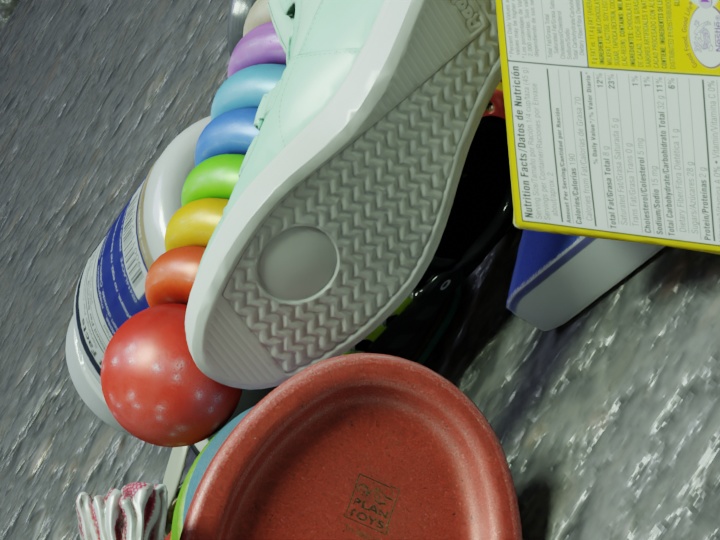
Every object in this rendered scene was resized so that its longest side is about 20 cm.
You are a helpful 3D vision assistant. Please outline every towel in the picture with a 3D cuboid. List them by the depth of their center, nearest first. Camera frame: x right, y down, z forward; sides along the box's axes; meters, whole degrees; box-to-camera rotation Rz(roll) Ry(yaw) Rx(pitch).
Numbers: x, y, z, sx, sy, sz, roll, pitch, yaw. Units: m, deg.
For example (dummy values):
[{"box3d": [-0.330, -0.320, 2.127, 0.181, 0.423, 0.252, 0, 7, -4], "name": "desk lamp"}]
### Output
[{"box3d": [-0.072, 0.159, 0.840, 0.200, 0.030, 0.147, 112, 146, -75], "name": "towel"}]

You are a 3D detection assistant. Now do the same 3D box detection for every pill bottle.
[{"box3d": [-0.076, 0.010, 1.166, 0.200, 0.116, 0.116, -45, 21, 60], "name": "pill bottle"}]

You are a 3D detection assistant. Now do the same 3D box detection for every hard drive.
[{"box3d": [0.119, -0.085, 0.938, 0.132, 0.025, 0.200, -42, 24, 45], "name": "hard drive"}]

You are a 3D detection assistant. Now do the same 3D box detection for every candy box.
[{"box3d": [0.089, -0.106, 0.786, 0.102, 0.200, 0.026, 11, 24, 42], "name": "candy box"}]

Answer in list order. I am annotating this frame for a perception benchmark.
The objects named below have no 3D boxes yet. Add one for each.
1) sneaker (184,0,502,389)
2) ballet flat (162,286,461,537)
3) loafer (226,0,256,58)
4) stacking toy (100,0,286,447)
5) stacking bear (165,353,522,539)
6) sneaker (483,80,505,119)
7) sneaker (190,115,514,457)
[{"box3d": [-0.012, -0.056, 0.884, 0.201, 0.074, 0.118, -58, 30, 4], "name": "sneaker"}, {"box3d": [-0.036, 0.067, 1.051, 0.200, 0.068, 0.068, -55, 23, 15], "name": "ballet flat"}, {"box3d": [-0.010, -0.087, 1.153, 0.200, 0.063, 0.072, 53, -136, -67], "name": "loafer"}, {"box3d": [-0.045, -0.019, 0.928, 0.085, 0.085, 0.200, -34, 24, 55], "name": "stacking toy"}, {"box3d": [-0.026, 0.110, 0.900, 0.200, 0.121, 0.114, -42, 26, 63], "name": "stacking bear"}, {"box3d": [0.068, -0.117, 1.099, 0.200, 0.073, 0.077, -49, -2, 19], "name": "sneaker"}, {"box3d": [0.000, 0.000, 0.973, 0.200, 0.072, 0.083, -48, -1, -16], "name": "sneaker"}]
